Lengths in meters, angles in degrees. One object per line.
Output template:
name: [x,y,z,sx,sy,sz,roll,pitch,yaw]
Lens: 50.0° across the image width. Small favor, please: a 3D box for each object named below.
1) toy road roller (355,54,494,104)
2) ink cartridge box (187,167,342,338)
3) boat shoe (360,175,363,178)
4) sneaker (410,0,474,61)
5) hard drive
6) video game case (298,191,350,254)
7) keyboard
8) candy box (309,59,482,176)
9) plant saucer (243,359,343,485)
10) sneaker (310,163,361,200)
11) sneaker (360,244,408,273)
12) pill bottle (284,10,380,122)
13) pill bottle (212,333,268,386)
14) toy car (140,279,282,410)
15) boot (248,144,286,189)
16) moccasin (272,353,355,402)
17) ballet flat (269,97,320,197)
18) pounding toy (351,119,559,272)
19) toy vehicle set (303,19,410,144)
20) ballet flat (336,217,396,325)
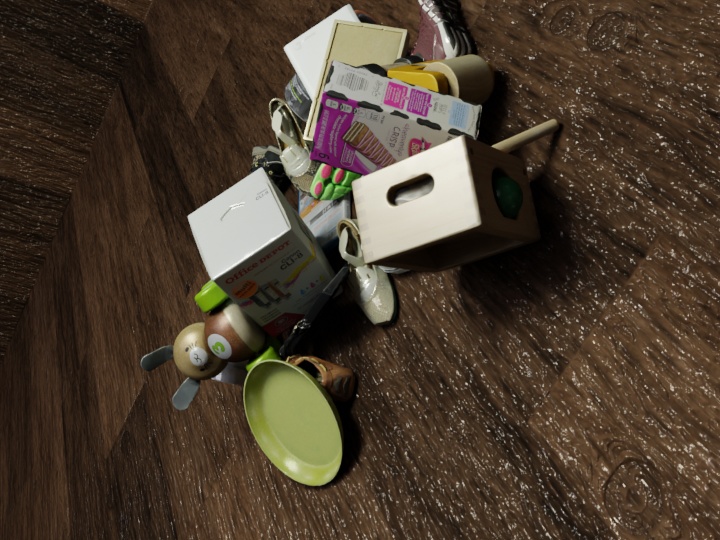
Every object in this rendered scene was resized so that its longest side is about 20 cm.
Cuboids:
toy road roller: [0.086,-0.221,1.086,0.198,0.122,0.148,14,118,44]
ink cartridge box: [-0.147,-0.024,1.210,0.144,0.200,0.145,-33,52,4]
boat shoe: [0.029,-0.119,1.118,0.074,0.065,0.202,-39,15,17]
sneaker: [0.097,-0.360,1.182,0.116,0.075,0.202,-47,41,38]
hard drive: [-0.024,-0.312,1.248,0.131,0.026,0.202,-30,76,7]
video game case: [-0.064,-0.121,1.357,0.143,0.018,0.203,-34,48,45]
keyboard: [-0.076,0.075,1.155,0.127,0.021,0.200,-50,-3,-38]
candy box: [0.041,-0.176,0.997,0.137,0.197,0.062,110,174,-59]
plant saucer: [-0.094,0.220,1.143,0.198,0.031,0.203,18,119,35]
sneaker: [-0.025,-0.206,1.296,0.202,0.076,0.084,-62,26,-6]
sneaker: [0.077,-0.041,1.054,0.199,0.070,0.074,-24,55,47]
pill bottle: [-0.041,-0.356,1.354,0.200,0.105,0.107,-44,41,36]
pill bottle: [-0.208,0.101,1.378,0.110,0.110,0.203,1,76,56]
toy car: [-0.251,0.129,1.247,0.199,0.165,0.158,-36,9,2]
boot: [-0.173,-0.160,1.493,0.203,0.073,0.156,18,93,62]
moccasin: [-0.090,0.169,1.198,0.200,0.077,0.075,9,84,57]
ballet flat: [-0.122,-0.221,1.358,0.067,0.075,0.202,-29,64,16]
pounding toy: [0.123,-0.095,0.909,0.198,0.183,0.144,-18,76,34]
toy vehicle set: [-0.006,-0.287,1.212,0.123,0.026,0.203,14,85,15]
ballet flat: [0.000,0.000,1.159,0.068,0.062,0.202,-49,39,30]
